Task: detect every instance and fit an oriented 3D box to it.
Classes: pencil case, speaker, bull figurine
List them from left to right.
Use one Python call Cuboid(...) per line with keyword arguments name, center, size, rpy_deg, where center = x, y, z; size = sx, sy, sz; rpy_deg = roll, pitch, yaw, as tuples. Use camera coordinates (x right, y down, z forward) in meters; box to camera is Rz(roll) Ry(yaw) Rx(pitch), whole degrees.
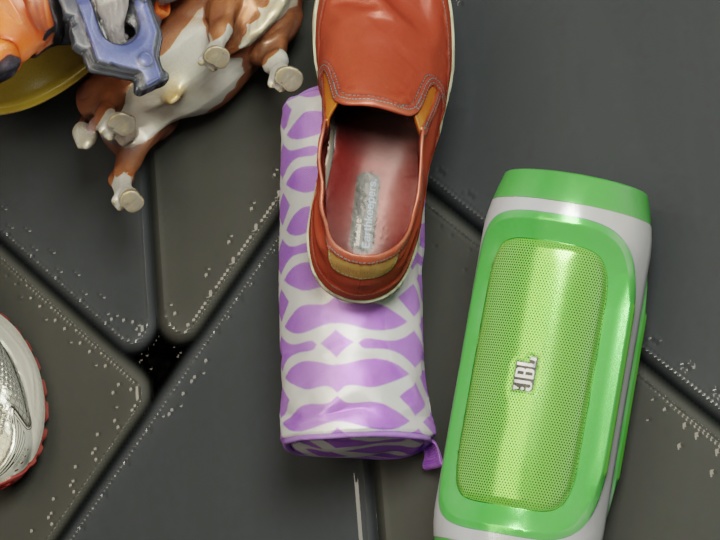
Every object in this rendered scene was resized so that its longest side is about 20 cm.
Cuboid(name="bull figurine", center=(-0.080, -0.121, 1.558), size=(0.200, 0.065, 0.122), rpy_deg=(-41, 24, 24))
Cuboid(name="pencil case", center=(0.000, 0.000, 1.499), size=(0.084, 0.085, 0.201), rpy_deg=(-18, 68, 63))
Cuboid(name="speaker", center=(0.090, 0.055, 1.434), size=(0.088, 0.088, 0.201), rpy_deg=(7, 84, 29))

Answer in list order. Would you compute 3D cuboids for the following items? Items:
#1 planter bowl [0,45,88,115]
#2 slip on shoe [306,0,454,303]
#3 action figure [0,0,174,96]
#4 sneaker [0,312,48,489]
Cuboid(name="planter bowl", center=(-0.200, -0.193, 1.608), size=(0.200, 0.083, 0.201), rpy_deg=(-19, 57, 31))
Cuboid(name="slip on shoe", center=(0.009, -0.085, 1.440), size=(0.074, 0.061, 0.201), rpy_deg=(7, 78, -3))
Cuboid(name="action figure", center=(-0.174, -0.168, 1.521), size=(0.193, 0.105, 0.201), rpy_deg=(-10, 76, -8))
Cuboid(name="sneaker", center=(-0.243, 0.033, 1.610), size=(0.078, 0.082, 0.200), rpy_deg=(-33, 80, 17))
